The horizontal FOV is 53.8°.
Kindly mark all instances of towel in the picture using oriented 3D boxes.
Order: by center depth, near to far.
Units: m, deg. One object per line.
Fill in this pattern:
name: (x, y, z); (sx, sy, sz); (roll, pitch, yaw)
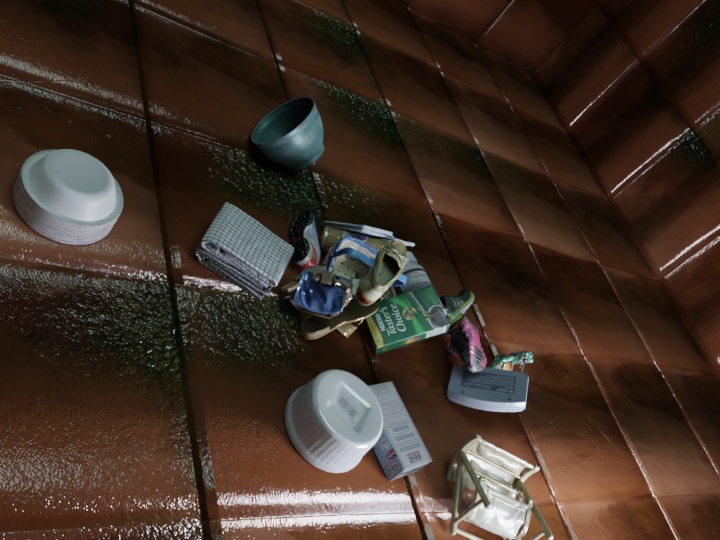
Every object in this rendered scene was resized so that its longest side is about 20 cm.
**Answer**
towel: (-0.263, -0.042, 1.617); (0.199, 0.086, 0.166); (34, 34, -13)

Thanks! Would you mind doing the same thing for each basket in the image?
basket: (0.000, 0.000, 1.736); (0.176, 0.200, 0.140); (29, 68, -21)

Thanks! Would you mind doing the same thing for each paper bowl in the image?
paper bowl: (-0.569, -0.158, 1.402); (0.200, 0.104, 0.202); (27, 38, -23)

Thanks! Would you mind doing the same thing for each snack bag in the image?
snack bag: (0.026, -0.099, 1.911); (0.199, 0.188, 0.022); (14, 87, -37)

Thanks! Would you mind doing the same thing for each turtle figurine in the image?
turtle figurine: (0.406, 0.273, 1.949); (0.101, 0.150, 0.199); (41, 22, 28)

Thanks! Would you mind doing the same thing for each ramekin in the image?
ramekin: (-0.048, 0.303, 1.466); (0.200, 0.098, 0.201); (28, 38, -24)

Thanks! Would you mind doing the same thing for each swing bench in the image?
swing bench: (0.305, 0.509, 1.596); (0.198, 0.130, 0.201); (30, 32, -19)

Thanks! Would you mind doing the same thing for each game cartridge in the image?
game cartridge: (0.325, 0.302, 1.815); (0.198, 0.041, 0.133); (7, 29, 15)

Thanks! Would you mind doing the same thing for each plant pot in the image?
plant pot: (-0.182, -0.362, 1.959); (0.135, 0.199, 0.201); (56, 25, -34)

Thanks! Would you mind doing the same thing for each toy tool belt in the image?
toy tool belt: (-0.070, 0.052, 1.606); (0.198, 0.126, 0.123); (9, 7, 17)

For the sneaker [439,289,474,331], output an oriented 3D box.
sneaker: (0.264, 0.096, 2.028); (0.081, 0.074, 0.200); (43, 33, 3)

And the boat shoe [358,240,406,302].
boat shoe: (0.063, -0.008, 1.612); (0.073, 0.063, 0.201); (46, 44, -5)

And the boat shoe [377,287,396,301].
boat shoe: (0.042, 0.023, 1.872); (0.070, 0.070, 0.201); (14, 45, -38)

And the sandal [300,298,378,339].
sandal: (-0.052, 0.130, 1.680); (0.211, 0.070, 0.078); (-20, 41, -32)

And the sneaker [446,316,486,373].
sneaker: (0.274, 0.213, 1.893); (0.079, 0.095, 0.201); (48, 20, -24)

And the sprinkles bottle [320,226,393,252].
sprinkles bottle: (-0.004, -0.061, 1.846); (0.198, 0.069, 0.068); (12, 38, 1)

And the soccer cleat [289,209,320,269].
soccer cleat: (-0.135, -0.074, 1.808); (0.073, 0.068, 0.201); (49, 22, -37)

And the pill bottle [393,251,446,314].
pill bottle: (0.139, 0.057, 1.898); (0.113, 0.114, 0.201); (3, 52, -44)

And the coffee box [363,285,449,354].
coffee box: (0.109, 0.122, 1.769); (0.198, 0.044, 0.124); (-15, 63, -11)

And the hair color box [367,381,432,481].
hair color box: (0.066, 0.351, 1.567); (0.099, 0.061, 0.201); (-1, 54, -46)
